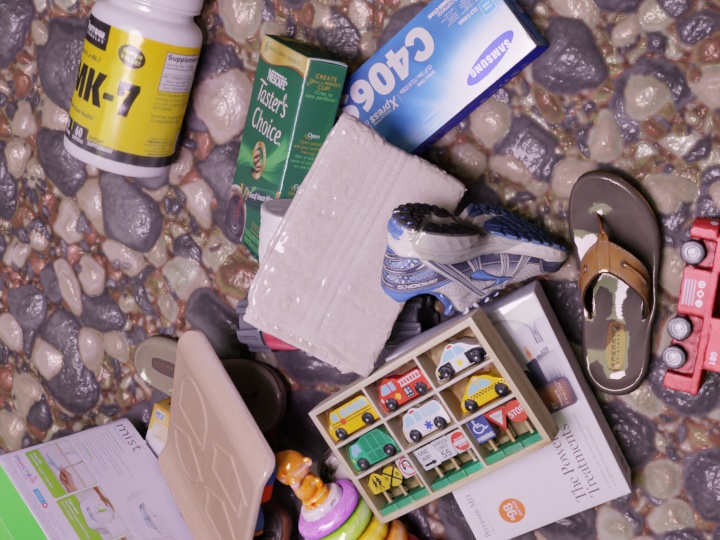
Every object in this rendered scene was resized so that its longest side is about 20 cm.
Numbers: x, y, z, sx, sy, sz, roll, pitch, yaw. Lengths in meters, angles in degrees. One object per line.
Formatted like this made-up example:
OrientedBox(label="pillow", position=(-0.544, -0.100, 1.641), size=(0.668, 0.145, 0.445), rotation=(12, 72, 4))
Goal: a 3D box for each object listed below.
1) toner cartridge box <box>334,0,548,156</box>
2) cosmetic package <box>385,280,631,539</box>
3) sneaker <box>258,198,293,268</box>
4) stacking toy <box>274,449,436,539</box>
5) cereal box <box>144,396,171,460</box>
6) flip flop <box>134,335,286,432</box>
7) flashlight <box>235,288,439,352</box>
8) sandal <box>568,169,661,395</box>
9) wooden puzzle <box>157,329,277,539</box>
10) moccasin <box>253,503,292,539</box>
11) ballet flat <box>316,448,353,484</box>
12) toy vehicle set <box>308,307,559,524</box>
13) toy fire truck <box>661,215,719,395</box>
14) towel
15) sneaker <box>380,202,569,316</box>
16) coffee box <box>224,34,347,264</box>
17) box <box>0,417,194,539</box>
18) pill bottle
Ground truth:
OrientedBox(label="toner cartridge box", position=(0.064, -0.177, 0.970), size=(0.200, 0.043, 0.095), rotation=(-39, 82, 27))
OrientedBox(label="cosmetic package", position=(0.134, 0.132, 0.958), size=(0.150, 0.052, 0.201), rotation=(-26, 96, 19))
OrientedBox(label="sneaker", position=(0.000, 0.000, 0.988), size=(0.198, 0.074, 0.117), rotation=(4, 112, -11))
OrientedBox(label="stacking toy", position=(-0.020, 0.247, 1.019), size=(0.116, 0.110, 0.201), rotation=(-28, 108, 28))
OrientedBox(label="cereal box", position=(-0.188, 0.261, 1.178), size=(0.143, 0.039, 0.202), rotation=(25, 109, 22))
OrientedBox(label="flip flop", position=(-0.168, 0.123, 1.133), size=(0.199, 0.057, 0.082), rotation=(19, 107, 23))
OrientedBox(label="flashlight", position=(-0.025, 0.048, 1.044), size=(0.198, 0.068, 0.069), rotation=(-3, 87, 27))
OrientedBox(label="sandal", position=(0.216, 0.015, 0.922), size=(0.081, 0.054, 0.202), rotation=(5, 101, 26))
OrientedBox(label="wooden puzzle", position=(-0.137, 0.186, 1.048), size=(0.186, 0.046, 0.201), rotation=(53, 139, 35))
OrientedBox(label="moccasin", position=(-0.105, 0.338, 1.138), size=(0.073, 0.077, 0.203), rotation=(24, 114, 37))
OrientedBox(label="ballet flat", position=(0.038, 0.169, 1.035), size=(0.199, 0.064, 0.068), rotation=(-34, 84, 27))
OrientedBox(label="toy vehicle set", position=(0.060, 0.132, 0.931), size=(0.199, 0.026, 0.125), rotation=(-34, 91, 32))
OrientedBox(label="toy fire truck", position=(0.327, 0.063, 0.879), size=(0.140, 0.049, 0.202), rotation=(12, 104, 24))
OrientedBox(label="towel", position=(-0.007, -0.018, 0.921), size=(0.132, 0.034, 0.201), rotation=(28, 91, -13))
OrientedBox(label="sneaker", position=(0.094, -0.007, 0.911), size=(0.077, 0.199, 0.086), rotation=(45, 123, 46))
OrientedBox(label="coffee box", position=(-0.076, -0.117, 1.018), size=(0.123, 0.044, 0.202), rotation=(43, 123, 56))
OrientedBox(label="box", position=(-0.271, 0.271, 1.099), size=(0.200, 0.176, 0.097), rotation=(48, 120, 20))
OrientedBox(label="pill bottle", position=(-0.225, -0.206, 1.071), size=(0.114, 0.114, 0.202), rotation=(24, 109, 21))
